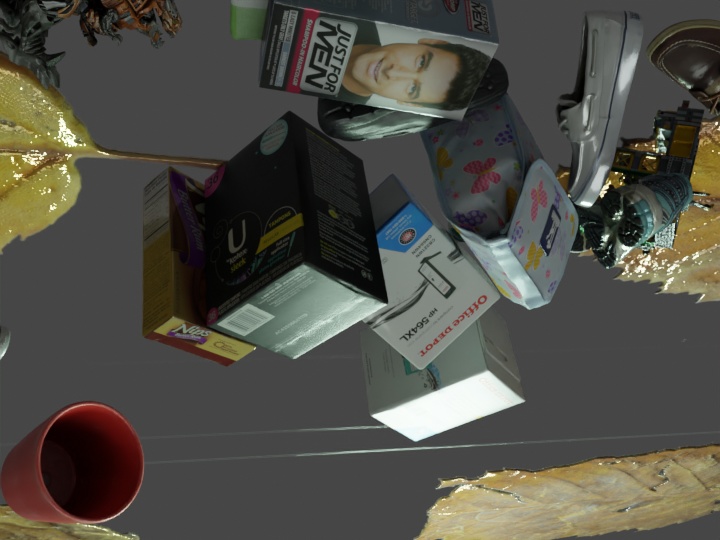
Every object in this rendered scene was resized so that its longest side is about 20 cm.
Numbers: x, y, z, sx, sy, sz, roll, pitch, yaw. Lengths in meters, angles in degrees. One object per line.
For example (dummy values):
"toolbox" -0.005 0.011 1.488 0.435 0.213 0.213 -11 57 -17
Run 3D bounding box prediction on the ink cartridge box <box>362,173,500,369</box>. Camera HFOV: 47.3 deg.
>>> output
"ink cartridge box" 0.057 0.006 1.018 0.146 0.085 0.200 -43 123 9

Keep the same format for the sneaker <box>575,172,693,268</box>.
"sneaker" 0.301 -0.057 0.899 0.086 0.078 0.200 -25 177 -4

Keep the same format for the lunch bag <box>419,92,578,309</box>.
"lunch bag" 0.158 -0.075 0.892 0.126 0.202 0.170 -21 144 20

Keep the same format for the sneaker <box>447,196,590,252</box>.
"sneaker" 0.208 -0.059 1.063 0.197 0.079 0.080 6 164 -13

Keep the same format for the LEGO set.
"LEGO set" 0.334 -0.121 0.979 0.152 0.117 0.200 9 152 30

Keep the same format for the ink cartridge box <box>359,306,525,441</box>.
"ink cartridge box" 0.124 0.146 1.260 0.198 0.147 0.147 -24 143 22

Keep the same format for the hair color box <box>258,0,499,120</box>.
"hair color box" 0.013 -0.204 0.739 0.197 0.061 0.099 6 146 -12

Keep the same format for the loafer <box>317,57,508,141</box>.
"loafer" 0.053 -0.177 0.847 0.198 0.069 0.070 -12 168 -3

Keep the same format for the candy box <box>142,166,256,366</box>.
"candy box" -0.181 -0.005 0.917 0.056 0.202 0.116 -31 140 30

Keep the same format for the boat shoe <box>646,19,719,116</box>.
"boat shoe" 0.389 -0.202 0.870 0.198 0.073 0.072 14 141 -30

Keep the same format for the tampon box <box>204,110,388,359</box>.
"tampon box" -0.077 -0.036 0.896 0.149 0.202 0.126 -32 140 30

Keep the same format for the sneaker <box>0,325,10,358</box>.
"sneaker" -0.587 0.117 1.135 0.199 0.074 0.112 -36 135 22

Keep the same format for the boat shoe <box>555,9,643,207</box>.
"boat shoe" 0.234 -0.167 0.851 0.064 0.074 0.203 8 110 0

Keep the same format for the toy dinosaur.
"toy dinosaur" -0.246 -0.242 0.679 0.199 0.103 0.136 38 111 -26

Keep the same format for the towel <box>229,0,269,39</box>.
"towel" -0.038 -0.279 0.707 0.147 0.031 0.201 2 147 -11

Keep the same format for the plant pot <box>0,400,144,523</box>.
"plant pot" -0.495 0.335 1.379 0.176 0.203 0.199 -23 145 35
